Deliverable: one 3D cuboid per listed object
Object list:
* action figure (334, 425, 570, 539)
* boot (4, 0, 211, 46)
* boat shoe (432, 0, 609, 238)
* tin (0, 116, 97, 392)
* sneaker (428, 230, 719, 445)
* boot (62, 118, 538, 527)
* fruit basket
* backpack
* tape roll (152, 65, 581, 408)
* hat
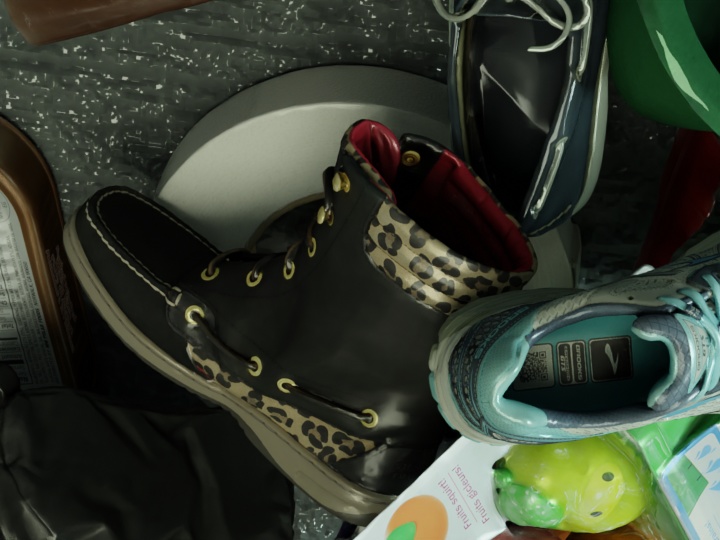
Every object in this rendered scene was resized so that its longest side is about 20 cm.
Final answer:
[{"bbox_3d":[0.069,0.117,1.324,0.193,0.105,0.200,-13,148,-16],"label":"action figure"},{"bbox_3d":[-0.080,-0.182,1.206,0.200,0.064,0.187,-3,121,15],"label":"boot"},{"bbox_3d":[0.067,-0.109,1.208,0.075,0.062,0.200,13,111,21],"label":"boat shoe"},{"bbox_3d":[-0.191,0.012,1.362,0.112,0.042,0.200,-2,124,14],"label":"tin"},{"bbox_3d":[0.130,0.031,1.130,0.200,0.086,0.078,-17,96,-6],"label":"sneaker"},{"bbox_3d":[-0.025,-0.003,1.230,0.200,0.073,0.151,43,127,17],"label":"boot"},{"bbox_3d":[0.091,0.125,1.223,0.094,0.200,0.185,20,148,47],"label":"fruit basket"},{"bbox_3d":[-0.137,0.140,1.349,0.167,0.127,0.200,16,144,-23],"label":"backpack"},{"bbox_3d":[0.000,0.000,1.328,0.202,0.037,0.203,3,124,5],"label":"tape roll"},{"bbox_3d":[0.122,-0.099,1.216,0.165,0.200,0.176,16,162,-33],"label":"hat"}]
